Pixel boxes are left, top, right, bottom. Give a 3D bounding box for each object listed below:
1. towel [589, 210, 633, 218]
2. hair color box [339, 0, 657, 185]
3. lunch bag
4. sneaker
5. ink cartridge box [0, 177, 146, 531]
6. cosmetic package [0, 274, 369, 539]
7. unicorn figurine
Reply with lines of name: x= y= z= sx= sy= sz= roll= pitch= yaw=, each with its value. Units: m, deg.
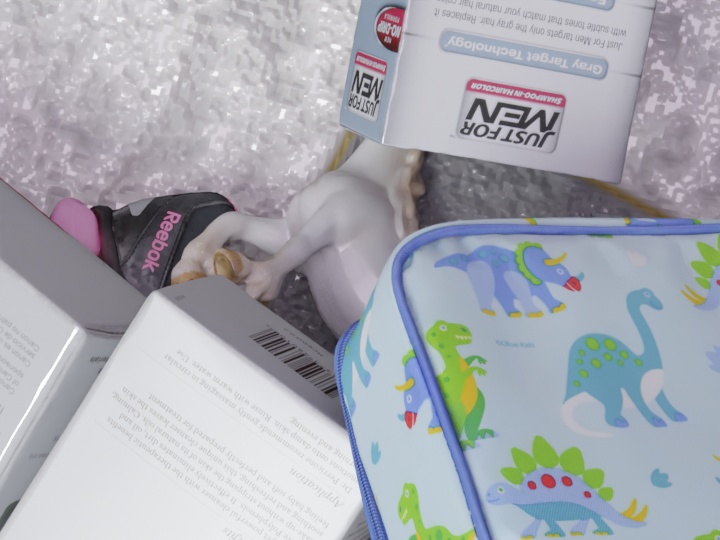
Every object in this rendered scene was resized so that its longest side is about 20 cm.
towel: x=0.124 y=0.068 z=0.937 sx=0.191 sy=0.035 sz=0.201 roll=9 pitch=55 yaw=6
hair color box: x=0.062 y=-0.141 z=0.957 sx=0.098 sy=0.061 sz=0.202 roll=8 pitch=97 yaw=-19
lunch bag: x=0.097 y=0.058 z=0.853 sx=0.199 sy=0.083 sz=0.162 roll=-1 pitch=54 yaw=-26
sneaker: x=-0.061 y=0.060 z=1.028 sx=0.095 sy=0.079 sz=0.202 roll=-15 pitch=87 yaw=-10
ink cartridge box: x=-0.182 y=0.063 z=0.982 sx=0.147 sy=0.085 sz=0.201 roll=38 pitch=105 yaw=21
cosmetic package: x=-0.074 y=0.114 z=0.923 sx=0.107 sy=0.085 sz=0.201 roll=36 pitch=102 yaw=9
unicorn figurine: x=0.000 y=0.000 z=1.012 sx=0.137 sy=0.074 sz=0.201 roll=-22 pitch=96 yaw=-40
